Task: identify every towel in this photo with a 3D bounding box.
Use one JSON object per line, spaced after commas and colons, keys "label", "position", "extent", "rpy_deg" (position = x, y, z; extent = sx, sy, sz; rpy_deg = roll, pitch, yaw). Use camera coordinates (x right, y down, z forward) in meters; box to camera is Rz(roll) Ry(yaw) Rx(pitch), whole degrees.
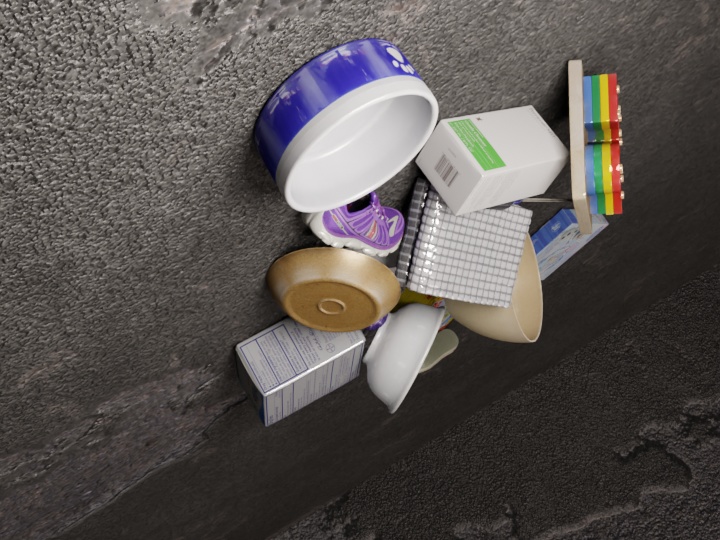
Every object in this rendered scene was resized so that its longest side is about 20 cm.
{"label": "towel", "position": [0.151, -0.043, 1.435], "extent": [0.197, 0.085, 0.169], "rpy_deg": [8, 97, -35]}

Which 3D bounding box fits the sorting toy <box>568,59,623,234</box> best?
{"label": "sorting toy", "position": [0.345, -0.174, 1.401], "extent": [0.068, 0.203, 0.200], "rpy_deg": [-2, 167, 16]}

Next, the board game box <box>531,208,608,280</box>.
{"label": "board game box", "position": [0.403, -0.050, 2.033], "extent": [0.200, 0.044, 0.198], "rpy_deg": [-44, 157, 28]}

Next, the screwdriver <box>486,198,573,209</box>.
{"label": "screwdriver", "position": [0.245, -0.104, 1.423], "extent": [0.198, 0.028, 0.029], "rpy_deg": [-4, -171, -39]}

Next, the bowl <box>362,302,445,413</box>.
{"label": "bowl", "position": [0.062, 0.133, 1.653], "extent": [0.203, 0.089, 0.201], "rpy_deg": [-63, 180, -1]}

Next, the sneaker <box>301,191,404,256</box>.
{"label": "sneaker", "position": [0.008, -0.073, 1.317], "extent": [0.084, 0.081, 0.199], "rpy_deg": [-47, 156, 23]}

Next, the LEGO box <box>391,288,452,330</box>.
{"label": "LEGO box", "position": [0.134, 0.043, 1.784], "extent": [0.147, 0.078, 0.201], "rpy_deg": [-15, 154, -40]}

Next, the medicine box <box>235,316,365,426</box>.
{"label": "medicine box", "position": [-0.102, 0.154, 1.642], "extent": [0.198, 0.104, 0.183], "rpy_deg": [-27, 160, -16]}

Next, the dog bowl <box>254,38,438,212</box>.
{"label": "dog bowl", "position": [-0.016, -0.157, 1.071], "extent": [0.198, 0.079, 0.201], "rpy_deg": [-29, 161, -11]}

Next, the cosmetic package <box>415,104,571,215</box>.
{"label": "cosmetic package", "position": [0.187, -0.156, 1.347], "extent": [0.198, 0.108, 0.085], "rpy_deg": [-18, 153, -40]}

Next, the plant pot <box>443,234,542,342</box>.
{"label": "plant pot", "position": [0.213, 0.026, 1.613], "extent": [0.132, 0.204, 0.200], "rpy_deg": [-10, 171, 25]}

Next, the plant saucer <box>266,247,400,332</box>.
{"label": "plant saucer", "position": [-0.041, 0.039, 1.397], "extent": [0.196, 0.036, 0.201], "rpy_deg": [4, 146, 3]}

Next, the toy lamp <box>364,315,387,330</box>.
{"label": "toy lamp", "position": [0.015, 0.068, 1.599], "extent": [0.058, 0.059, 0.200], "rpy_deg": [-31, 179, -2]}

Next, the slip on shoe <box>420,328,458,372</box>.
{"label": "slip on shoe", "position": [0.139, 0.189, 2.158], "extent": [0.198, 0.075, 0.061], "rpy_deg": [-22, 162, -42]}

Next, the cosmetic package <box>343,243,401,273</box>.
{"label": "cosmetic package", "position": [0.000, 0.000, 1.512], "extent": [0.198, 0.051, 0.082], "rpy_deg": [-9, 155, -49]}
